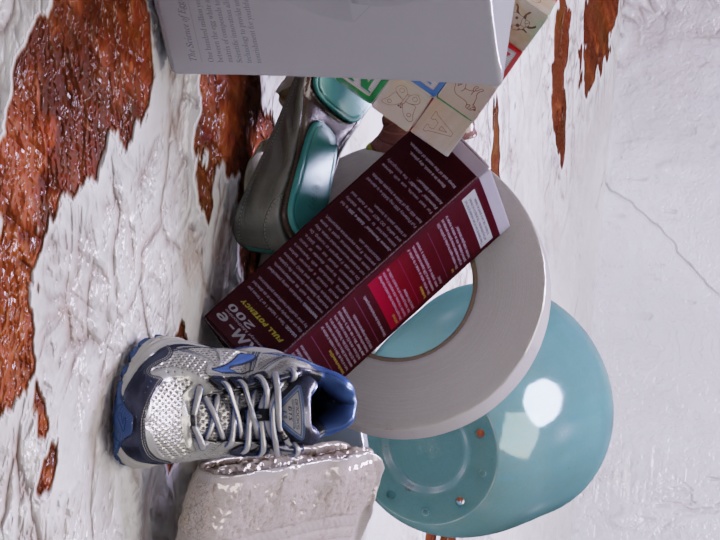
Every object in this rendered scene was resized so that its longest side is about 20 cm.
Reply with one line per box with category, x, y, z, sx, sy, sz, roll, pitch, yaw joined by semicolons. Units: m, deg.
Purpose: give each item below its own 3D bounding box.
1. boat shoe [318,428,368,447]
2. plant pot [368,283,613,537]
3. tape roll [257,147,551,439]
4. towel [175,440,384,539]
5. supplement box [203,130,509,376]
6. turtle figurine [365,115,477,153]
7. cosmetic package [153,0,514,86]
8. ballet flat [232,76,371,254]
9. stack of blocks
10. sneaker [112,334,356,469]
boat shoe;-0.022;0.100;1.905;0.091;0.071;0.201;13;74;-78
plant pot;0.081;0.122;2.159;0.161;0.200;0.201;-23;117;-63
tape roll;0.029;0.012;1.833;0.037;0.202;0.203;50;46;-73
towel;-0.055;0.175;1.685;0.200;0.034;0.133;-4;113;-57
supplement box;0.000;0.000;1.758;0.200;0.061;0.109;-42;158;-7
turtle figurine;0.042;-0.164;1.794;0.200;0.064;0.162;-21;108;-50
cosmetic package;-0.018;-0.217;1.530;0.200;0.199;0.123;80;16;-49
ballet flat;-0.037;-0.099;1.798;0.067;0.064;0.200;45;55;-41
stack of blocks;0.009;-0.178;1.678;0.115;0.200;0.059;-53;-177;25
sneaker;-0.070;0.077;1.592;0.200;0.085;0.077;-9;103;-59
